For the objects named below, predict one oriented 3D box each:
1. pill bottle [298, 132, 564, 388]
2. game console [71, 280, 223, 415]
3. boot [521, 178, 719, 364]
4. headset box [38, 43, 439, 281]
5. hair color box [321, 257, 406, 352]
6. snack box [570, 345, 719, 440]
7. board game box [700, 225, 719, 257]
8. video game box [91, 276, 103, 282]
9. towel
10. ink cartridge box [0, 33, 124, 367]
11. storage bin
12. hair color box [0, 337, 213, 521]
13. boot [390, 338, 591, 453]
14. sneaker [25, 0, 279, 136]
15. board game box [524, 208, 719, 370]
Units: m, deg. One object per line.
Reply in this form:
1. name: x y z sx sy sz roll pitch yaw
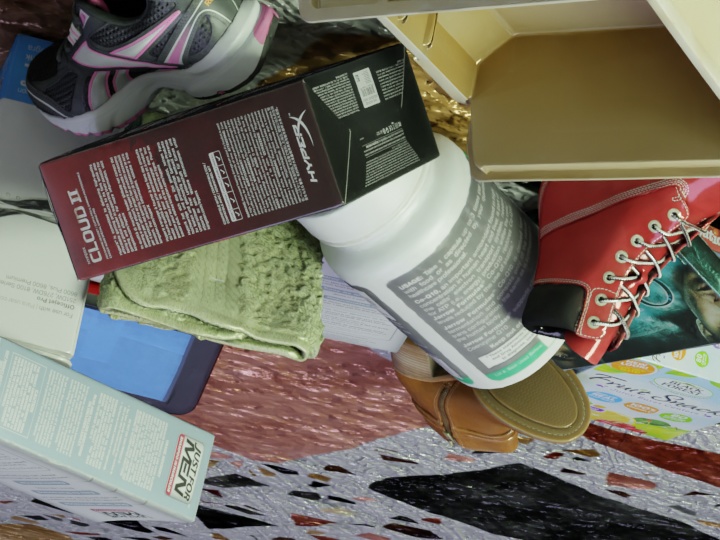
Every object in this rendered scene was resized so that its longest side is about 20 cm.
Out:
1. pill bottle: 0.046 -0.018 1.347 0.113 0.113 0.200 -6 144 41
2. game console: -0.209 0.064 1.742 0.200 0.119 0.172 15 -174 -14
3. boot: 0.185 -0.014 1.265 0.072 0.144 0.200 28 154 -38
4. headset box: -0.076 -0.061 1.208 0.200 0.075 0.149 -15 -173 25
5. hair color box: 0.000 0.000 1.545 0.099 0.061 0.200 12 162 -5
6. snack box: 0.231 0.083 1.671 0.142 0.053 0.200 15 162 -16
7. board game box: 0.189 -0.003 1.493 0.103 0.019 0.200 23 158 -28
8. video game box: -0.204 -0.038 1.570 0.200 0.047 0.182 16 164 -17
9. towel: -0.090 -0.024 1.342 0.148 0.200 0.037 14 129 -12
10. ink cartridge box: -0.217 -0.031 1.350 0.084 0.200 0.145 15 161 -15
11. storage bin: 0.097 -0.127 1.057 0.198 0.094 0.200 -1 159 30
12. hair color box: -0.199 0.098 1.284 0.099 0.061 0.200 -6 153 43
13. boot: 0.114 0.112 1.703 0.200 0.074 0.155 32 157 32
14. sneaker: -0.136 -0.143 1.203 0.200 0.080 0.086 -14 133 44
15. board game box: 0.169 0.008 1.444 0.135 0.028 0.200 45 150 -20
